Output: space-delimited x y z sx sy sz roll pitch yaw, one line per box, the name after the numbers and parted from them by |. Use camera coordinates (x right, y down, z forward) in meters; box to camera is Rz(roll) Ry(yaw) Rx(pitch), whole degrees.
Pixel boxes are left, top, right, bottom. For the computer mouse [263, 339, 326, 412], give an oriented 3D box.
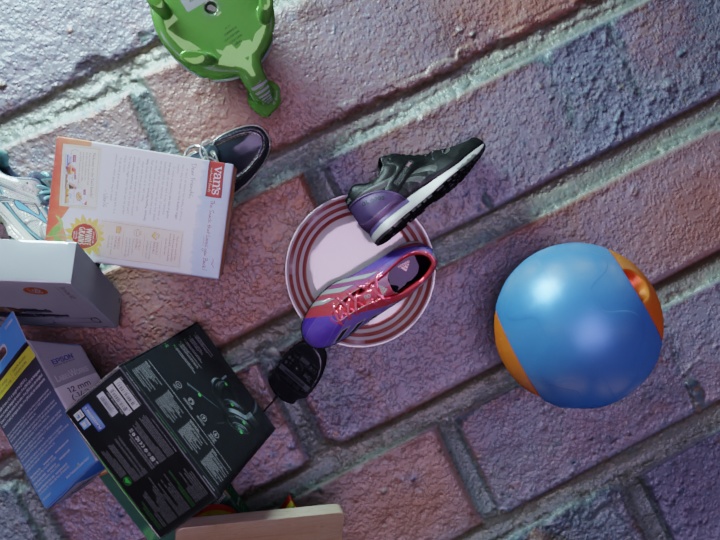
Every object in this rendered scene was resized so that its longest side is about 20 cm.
-0.112 0.173 0.913 0.059 0.034 0.200 41 97 9 | computer mouse

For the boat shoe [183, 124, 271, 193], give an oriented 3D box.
-0.199 -0.117 0.868 0.199 0.062 0.075 -30 96 -2 | boat shoe

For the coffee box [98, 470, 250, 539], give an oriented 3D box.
-0.241 0.288 0.899 0.122 0.044 0.201 -34 96 -2 | coffee box

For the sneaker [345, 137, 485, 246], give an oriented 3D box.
0.069 -0.126 0.878 0.200 0.076 0.088 -38 82 -17 | sneaker

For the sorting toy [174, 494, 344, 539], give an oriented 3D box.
-0.132 0.374 0.869 0.198 0.070 0.201 1 109 -17 | sorting toy

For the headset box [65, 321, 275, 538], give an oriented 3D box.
-0.209 0.173 0.815 0.092 0.200 0.175 -36 92 17 | headset box

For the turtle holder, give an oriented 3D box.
-0.156 -0.289 0.827 0.184 0.132 0.142 28 90 -7 | turtle holder

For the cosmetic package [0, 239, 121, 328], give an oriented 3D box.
-0.373 0.020 0.792 0.149 0.200 0.052 0 72 -5 | cosmetic package

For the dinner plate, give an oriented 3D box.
0.000 0.000 0.913 0.198 0.024 0.202 0 95 -5 | dinner plate

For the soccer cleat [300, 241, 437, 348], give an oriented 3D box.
0.010 0.030 0.867 0.199 0.073 0.069 -34 96 -3 | soccer cleat

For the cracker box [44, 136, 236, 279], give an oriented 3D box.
-0.251 -0.071 0.806 0.198 0.058 0.135 9 93 -7 | cracker box

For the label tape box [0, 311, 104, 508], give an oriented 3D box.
-0.372 0.161 0.832 0.143 0.066 0.201 -40 78 32 | label tape box

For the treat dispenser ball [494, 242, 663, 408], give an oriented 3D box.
0.264 0.067 0.850 0.199 0.201 0.203 0 94 -5 | treat dispenser ball

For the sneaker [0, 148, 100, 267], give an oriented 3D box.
-0.396 -0.074 0.848 0.199 0.078 0.087 37 87 -6 | sneaker
